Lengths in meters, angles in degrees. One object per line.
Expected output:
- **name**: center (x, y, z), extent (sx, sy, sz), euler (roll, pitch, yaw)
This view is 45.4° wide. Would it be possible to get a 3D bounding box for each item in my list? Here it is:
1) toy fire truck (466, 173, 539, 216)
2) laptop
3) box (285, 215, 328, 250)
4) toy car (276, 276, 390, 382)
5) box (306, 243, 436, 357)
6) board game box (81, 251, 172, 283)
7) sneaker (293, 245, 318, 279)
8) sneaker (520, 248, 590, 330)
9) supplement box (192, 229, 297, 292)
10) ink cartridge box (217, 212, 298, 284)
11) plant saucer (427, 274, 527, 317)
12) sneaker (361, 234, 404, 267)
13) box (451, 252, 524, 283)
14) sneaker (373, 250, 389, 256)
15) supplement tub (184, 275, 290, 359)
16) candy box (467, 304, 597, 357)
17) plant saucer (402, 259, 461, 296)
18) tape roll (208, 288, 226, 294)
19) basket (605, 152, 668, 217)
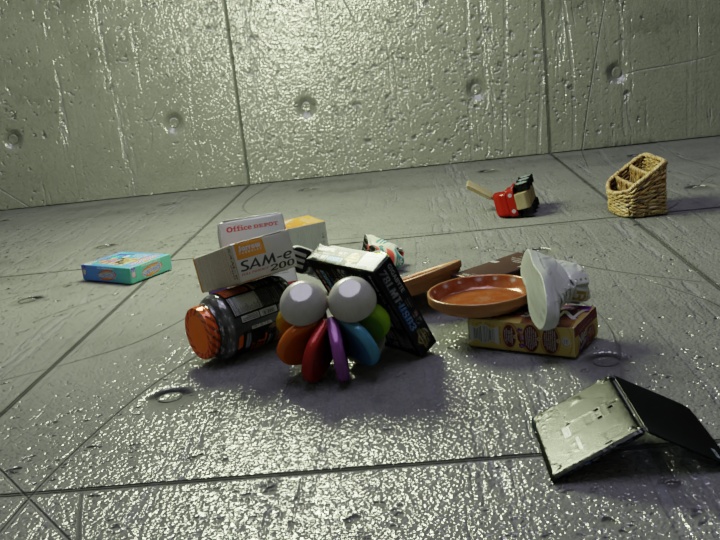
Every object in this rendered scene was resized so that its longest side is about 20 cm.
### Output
- **toy fire truck**: center (0.419, -0.223, 2.568), extent (0.196, 0.131, 0.176), euler (-14, 12, 21)
- **laptop**: center (0.339, 0.219, 1.106), extent (0.198, 0.104, 0.178), euler (-31, 11, 10)
- **box**: center (-0.198, -0.074, 2.284), extent (0.196, 0.100, 0.124), euler (-13, 16, -24)
- **toy car**: center (-0.047, 0.114, 1.435), extent (0.195, 0.177, 0.152), euler (-4, 49, 6)
- **box**: center (0.018, 0.051, 1.522), extent (0.050, 0.202, 0.197), euler (-44, 31, -22)
- **board game box**: center (-0.634, -0.010, 2.336), extent (0.197, 0.046, 0.151), euler (3, 17, 34)
- **sneaker**: center (-0.070, -0.006, 1.926), extent (0.197, 0.076, 0.116), euler (25, 4, -1)
- **sneaker**: center (0.341, 0.036, 1.450), extent (0.113, 0.075, 0.202), euler (13, 33, -6)
- **supplement box**: center (-0.222, -0.015, 1.633), extent (0.124, 0.075, 0.199), euler (-18, 3, -31)
- **ink cartridge box**: center (-0.214, -0.005, 1.802), extent (0.141, 0.204, 0.084), euler (-9, -18, -14)
- **plant saucer**: center (0.219, 0.047, 1.553), extent (0.195, 0.033, 0.201), euler (-7, 14, 2)
- **sneaker**: center (0.056, -0.040, 2.136), extent (0.091, 0.072, 0.200), euler (10, 10, -11)
- **box**: center (0.289, 0.024, 1.749), extent (0.197, 0.077, 0.099), euler (-19, 19, -34)
- **sneaker**: center (0.000, 0.000, 1.999), extent (0.198, 0.075, 0.080), euler (0, 24, 47)
- **supplement tub**: center (-0.222, 0.090, 1.616), extent (0.197, 0.125, 0.121), euler (-18, 18, -38)
- **candy box**: center (0.298, 0.098, 1.493), extent (0.197, 0.058, 0.116), euler (2, 16, 35)
- **plant saucer**: center (0.121, 0.026, 1.791), extent (0.196, 0.038, 0.200), euler (-20, 0, 0)
- **tape roll**: center (-0.247, 0.028, 1.944), extent (0.195, 0.087, 0.200), euler (-6, 15, 2)
- **basket**: center (0.758, -0.240, 2.392), extent (0.139, 0.153, 0.200), euler (-6, 15, 2)
